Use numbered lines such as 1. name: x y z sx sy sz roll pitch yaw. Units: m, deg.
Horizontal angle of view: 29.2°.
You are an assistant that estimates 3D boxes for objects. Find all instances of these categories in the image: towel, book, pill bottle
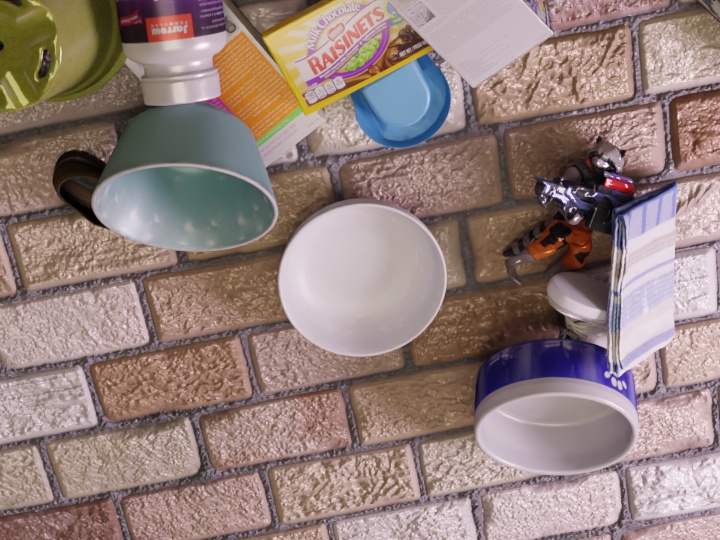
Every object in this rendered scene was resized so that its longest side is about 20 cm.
1. towel: 0.332 0.009 1.612 0.024 0.146 0.202 13 114 38
2. book: -0.152 -0.207 1.542 0.133 0.048 0.200 -37 111 15
3. pill bottle: -0.198 -0.277 1.433 0.110 0.111 0.202 -7 104 -1

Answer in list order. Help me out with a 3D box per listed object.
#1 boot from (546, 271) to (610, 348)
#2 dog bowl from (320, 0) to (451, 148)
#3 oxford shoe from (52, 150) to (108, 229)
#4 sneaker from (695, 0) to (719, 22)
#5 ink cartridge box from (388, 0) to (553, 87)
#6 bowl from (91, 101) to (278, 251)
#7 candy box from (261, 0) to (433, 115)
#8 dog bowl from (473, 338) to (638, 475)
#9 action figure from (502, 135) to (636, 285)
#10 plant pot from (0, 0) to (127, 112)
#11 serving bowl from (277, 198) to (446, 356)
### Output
1. boot: 0.272 0.063 1.654 0.199 0.074 0.096 10 124 -44
2. dog bowl: 0.022 -0.233 1.538 0.111 0.050 0.201 -29 115 10
3. oxford shoe: -0.260 -0.064 1.584 0.198 0.085 0.073 20 112 -15
4. sneaker: 0.389 -0.344 1.503 0.199 0.060 0.104 35 114 -15
5. ink cartridge box: 0.095 -0.287 1.410 0.109 0.051 0.200 -31 126 28
6. bowl: -0.187 -0.110 1.493 0.199 0.106 0.201 -1 155 0
7. candy box: 0.004 -0.255 1.484 0.199 0.026 0.103 -27 113 9
8. dog bowl: 0.238 0.169 1.689 0.198 0.079 0.201 3 144 2
9. action figure: 0.235 -0.072 1.606 0.199 0.105 0.194 21 110 -41
10. plant pot: -0.344 -0.248 1.415 0.198 0.184 0.202 1 112 3
11. serving bowl: 0.000 0.000 1.642 0.198 0.066 0.202 -2 116 -4
